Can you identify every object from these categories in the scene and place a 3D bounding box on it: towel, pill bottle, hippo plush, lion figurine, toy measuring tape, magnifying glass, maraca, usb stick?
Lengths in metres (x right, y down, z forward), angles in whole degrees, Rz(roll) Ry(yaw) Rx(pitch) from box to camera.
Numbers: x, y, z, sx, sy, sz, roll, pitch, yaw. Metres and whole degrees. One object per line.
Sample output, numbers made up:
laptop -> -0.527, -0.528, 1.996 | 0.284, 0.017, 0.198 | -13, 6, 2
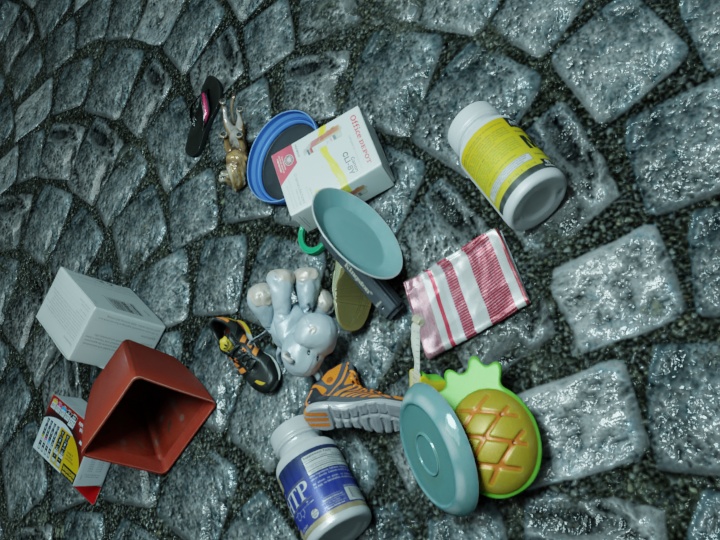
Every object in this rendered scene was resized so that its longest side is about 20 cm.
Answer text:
towel -> 0.168, 0.038, 1.168 | 0.198, 0.023, 0.147 | -32, 59, 24
pill bottle -> -0.074, 0.350, 1.183 | 0.120, 0.119, 0.202 | -44, 54, 16
hippo plush -> -0.124, 0.104, 1.254 | 0.201, 0.158, 0.162 | -48, 33, 11
pill bottle -> 0.228, -0.172, 1.133 | 0.114, 0.113, 0.202 | -43, 55, 16
lion figurine -> -0.276, -0.285, 1.574 | 0.070, 0.124, 0.204 | -2, 53, 3
toy measuring tape -> 0.114, 0.164, 1.111 | 0.072, 0.073, 0.206 | 11, 111, 38
magnifying glass -> -0.077, -0.130, 1.410 | 0.078, 0.022, 0.206 | 4, 79, 38
maraca -> 0.185, 0.227, 1.034 | 0.135, 0.107, 0.204 | -28, 64, 11
usb stick -> 0.000, 0.000, 1.241 | 0.201, 0.032, 0.056 | 50, 138, 7

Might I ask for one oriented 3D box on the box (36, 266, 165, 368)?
box -> -0.580, 0.115, 1.588 | 0.198, 0.197, 0.133 | 33, 94, 38

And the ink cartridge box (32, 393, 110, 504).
ink cartridge box -> -0.655, 0.408, 1.622 | 0.197, 0.083, 0.180 | 19, 87, 38

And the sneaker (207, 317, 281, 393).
sneaker -> -0.234, 0.164, 1.383 | 0.071, 0.089, 0.200 | -52, 52, 10

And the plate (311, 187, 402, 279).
plate -> -0.009, -0.060, 1.223 | 0.026, 0.197, 0.203 | -45, 53, 30

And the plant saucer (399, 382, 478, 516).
plant saucer -> 0.107, 0.269, 1.052 | 0.200, 0.027, 0.205 | 47, 145, 49

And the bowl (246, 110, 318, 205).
bowl -> -0.155, -0.233, 1.488 | 0.196, 0.039, 0.207 | -13, 67, 34

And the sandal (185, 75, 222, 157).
sandal -> -0.383, -0.375, 1.701 | 0.074, 0.045, 0.206 | 10, 81, 38

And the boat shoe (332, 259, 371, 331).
boat shoe -> -0.018, 0.013, 1.296 | 0.071, 0.063, 0.207 | -1, 74, -9

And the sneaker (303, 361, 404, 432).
sneaker -> 0.004, 0.206, 1.199 | 0.194, 0.079, 0.113 | 1, 38, 10

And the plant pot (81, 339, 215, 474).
plant pot -> -0.448, 0.264, 1.457 | 0.202, 0.198, 0.177 | -52, 42, 10

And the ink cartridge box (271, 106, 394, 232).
ink cartridge box -> -0.052, -0.191, 1.339 | 0.196, 0.083, 0.148 | -27, 63, 11
